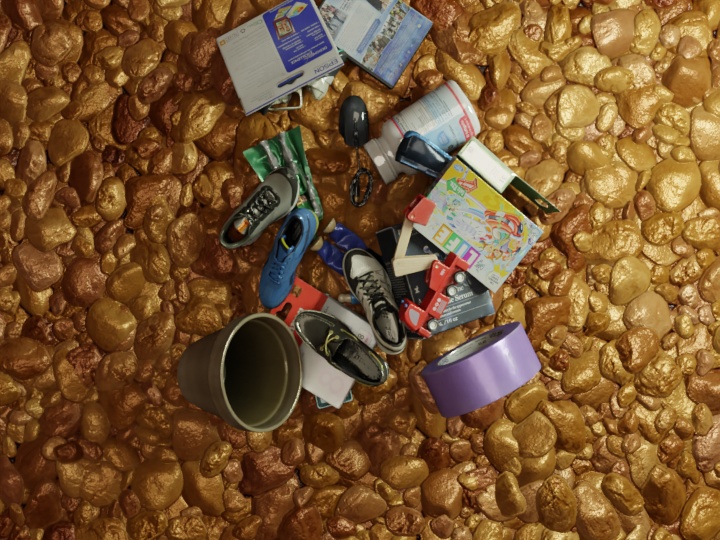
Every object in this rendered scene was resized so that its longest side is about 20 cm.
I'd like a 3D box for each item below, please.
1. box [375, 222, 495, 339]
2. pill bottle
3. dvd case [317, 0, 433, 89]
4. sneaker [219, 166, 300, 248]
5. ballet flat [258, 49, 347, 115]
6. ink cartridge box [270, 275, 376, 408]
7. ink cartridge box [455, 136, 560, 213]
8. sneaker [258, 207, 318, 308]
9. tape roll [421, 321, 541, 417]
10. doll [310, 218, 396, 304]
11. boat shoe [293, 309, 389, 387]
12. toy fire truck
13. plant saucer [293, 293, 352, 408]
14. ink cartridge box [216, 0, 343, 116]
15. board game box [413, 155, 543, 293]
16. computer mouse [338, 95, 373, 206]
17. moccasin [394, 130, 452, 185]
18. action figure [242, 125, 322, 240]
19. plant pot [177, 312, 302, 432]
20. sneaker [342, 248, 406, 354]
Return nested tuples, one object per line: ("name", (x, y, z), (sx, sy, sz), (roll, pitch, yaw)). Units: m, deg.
("box", (0.132, 0.003, 1.598), (0.145, 0.107, 0.205), (-17, 91, -15))
("pill bottle", (0.108, -0.243, 1.609), (0.198, 0.109, 0.110), (-33, 90, 3))
("dvd case", (0.016, -0.450, 1.652), (0.198, 0.018, 0.144), (34, 93, 0))
("sneaker", (-0.180, -0.104, 1.604), (0.074, 0.079, 0.200), (46, 117, -2))
("ballet flat", (-0.106, -0.335, 1.634), (0.196, 0.073, 0.075), (-21, 91, 6))
("ink cartridge box", (-0.081, 0.129, 1.638), (0.197, 0.057, 0.165), (31, 92, -4))
("ink cartridge box", (0.254, -0.152, 1.589), (0.199, 0.146, 0.048), (43, 93, 0))
("sneaker", (-0.142, -0.021, 1.608), (0.065, 0.078, 0.203), (30, 106, 11))
("tape roll", (0.211, 0.173, 1.571), (0.197, 0.200, 0.086), (-28, 90, 2))
("doll", (0.000, 0.000, 1.644), (0.199, 0.048, 0.137), (38, 85, -9))
("boat shoe", (-0.035, 0.135, 1.585), (0.199, 0.061, 0.073), (33, 92, 4))
("toy fire truck", (0.102, -0.006, 1.487), (0.139, 0.049, 0.203), (29, 95, -13))
("plant saucer", (-0.069, 0.150, 1.670), (0.068, 0.019, 0.205), (-13, 92, 1))
("ink cartridge box", (-0.143, -0.381, 1.599), (0.194, 0.047, 0.203), (-26, 62, 3))
("board game box", (0.194, -0.077, 1.523), (0.199, 0.034, 0.135), (37, 100, -11))
("computer mouse", (-0.007, -0.220, 1.651), (0.057, 0.034, 0.205), (-6, 92, 1))
("moccasin", (0.144, -0.164, 1.557), (0.198, 0.081, 0.069), (34, 96, -11))
("action figure", (-0.123, -0.150, 1.649), (0.116, 0.055, 0.204), (-24, 95, -1))
("plant pot", (-0.227, 0.180, 1.587), (0.171, 0.198, 0.205), (-5, 92, 40))
("sneaker", (0.033, 0.049, 1.577), (0.075, 0.088, 0.203), (-27, 87, -6))
